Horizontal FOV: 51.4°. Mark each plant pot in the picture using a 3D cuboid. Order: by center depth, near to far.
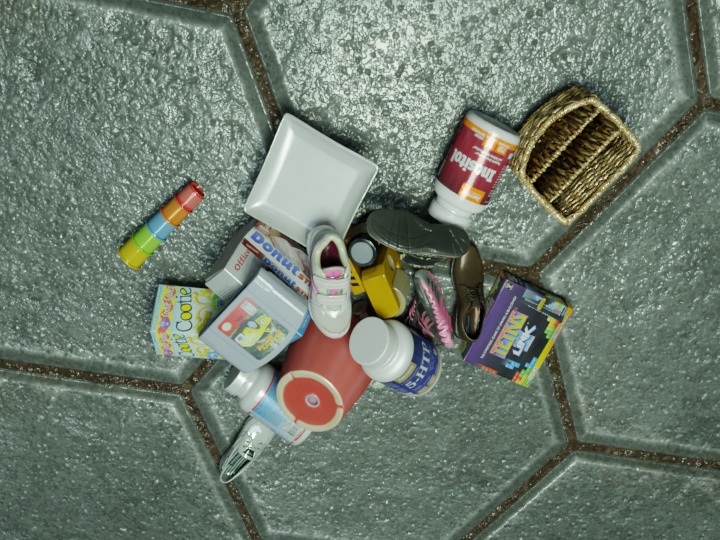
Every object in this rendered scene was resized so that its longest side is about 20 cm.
[{"bbox_3d":[-0.073,0.205,1.483,0.195,0.178,0.205,8,121,14],"label":"plant pot"}]

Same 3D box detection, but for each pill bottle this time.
[{"bbox_3d":[0.206,-0.183,1.393,0.110,0.114,0.204,21,111,-11],"label":"pill bottle"},{"bbox_3d":[0.066,0.164,1.447,0.119,0.121,0.199,-40,143,14],"label":"pill bottle"},{"bbox_3d":[-0.186,0.269,1.571,0.199,0.109,0.109,39,107,-17],"label":"pill bottle"}]

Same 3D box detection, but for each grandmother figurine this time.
[{"bbox_3d":[0.018,0.162,1.566,0.118,0.061,0.204,-4,120,30],"label":"grandmother figurine"}]

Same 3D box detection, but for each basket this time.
[{"bbox_3d":[0.377,-0.217,1.354,0.142,0.150,0.200,35,109,-30],"label":"basket"}]

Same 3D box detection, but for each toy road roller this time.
[{"bbox_3d":[0.000,0.000,1.464,0.143,0.124,0.203,-19,112,22],"label":"toy road roller"}]

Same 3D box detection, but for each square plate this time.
[{"bbox_3d":[-0.091,-0.151,1.370,0.195,0.029,0.203,28,109,0],"label":"square plate"}]

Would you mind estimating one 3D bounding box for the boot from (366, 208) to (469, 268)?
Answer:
[{"bbox_3d":[0.089,-0.052,1.415,0.198,0.154,0.076,12,77,-14],"label":"boot"}]

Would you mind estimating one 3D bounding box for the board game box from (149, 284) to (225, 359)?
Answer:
[{"bbox_3d":[-0.304,0.106,1.479,0.194,0.105,0.106,5,148,-4],"label":"board game box"}]

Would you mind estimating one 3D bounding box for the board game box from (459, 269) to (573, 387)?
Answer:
[{"bbox_3d":[0.323,0.124,1.560,0.162,0.057,0.204,21,111,-12],"label":"board game box"}]

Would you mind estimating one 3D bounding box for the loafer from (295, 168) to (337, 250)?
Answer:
[{"bbox_3d":[-0.089,-0.129,1.424,0.069,0.073,0.205,13,110,-6],"label":"loafer"}]

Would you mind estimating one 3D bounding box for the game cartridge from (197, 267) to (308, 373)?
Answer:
[{"bbox_3d":[-0.192,0.100,1.370,0.132,0.041,0.200,37,117,-20],"label":"game cartridge"}]

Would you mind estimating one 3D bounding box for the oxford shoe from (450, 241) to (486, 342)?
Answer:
[{"bbox_3d":[0.225,0.044,1.495,0.071,0.084,0.206,-6,97,-11],"label":"oxford shoe"}]

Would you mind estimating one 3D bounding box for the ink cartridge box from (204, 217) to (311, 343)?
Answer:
[{"bbox_3d":[-0.178,0.024,1.437,0.199,0.147,0.083,43,138,-19],"label":"ink cartridge box"}]

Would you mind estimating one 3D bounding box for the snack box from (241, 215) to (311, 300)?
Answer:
[{"bbox_3d":[-0.126,-0.013,1.396,0.199,0.072,0.024,41,139,-2],"label":"snack box"}]

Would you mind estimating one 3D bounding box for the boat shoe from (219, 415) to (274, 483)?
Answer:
[{"bbox_3d":[-0.243,0.390,1.643,0.073,0.067,0.202,30,109,-15],"label":"boat shoe"}]

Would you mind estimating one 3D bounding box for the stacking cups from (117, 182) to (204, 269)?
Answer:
[{"bbox_3d":[-0.382,-0.089,1.436,0.199,0.061,0.060,-42,109,14],"label":"stacking cups"}]

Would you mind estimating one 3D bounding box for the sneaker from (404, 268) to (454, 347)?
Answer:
[{"bbox_3d":[0.128,0.086,1.520,0.093,0.080,0.203,-10,126,19],"label":"sneaker"}]

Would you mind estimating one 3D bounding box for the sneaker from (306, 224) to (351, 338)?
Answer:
[{"bbox_3d":[-0.056,0.021,1.326,0.079,0.088,0.206,-10,93,-11],"label":"sneaker"}]
